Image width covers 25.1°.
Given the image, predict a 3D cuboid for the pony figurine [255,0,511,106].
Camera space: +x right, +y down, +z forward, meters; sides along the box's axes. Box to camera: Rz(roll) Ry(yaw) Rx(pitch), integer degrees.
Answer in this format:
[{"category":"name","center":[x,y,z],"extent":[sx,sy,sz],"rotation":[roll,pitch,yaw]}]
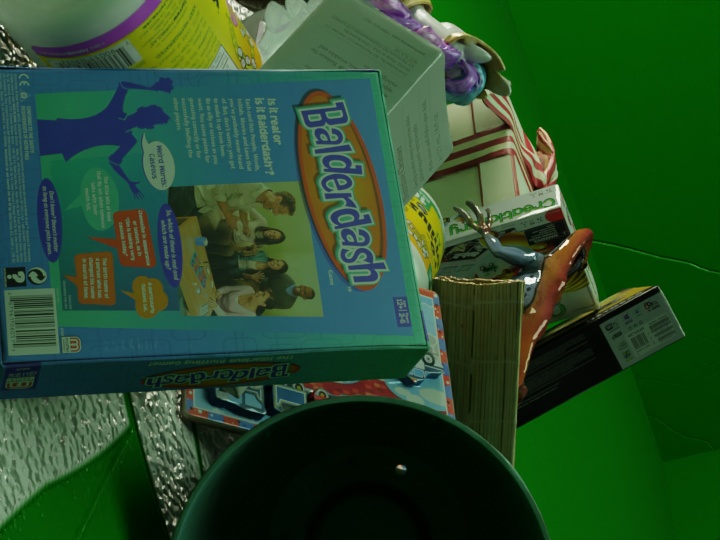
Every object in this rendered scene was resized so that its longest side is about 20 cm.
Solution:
[{"category":"pony figurine","center":[-0.002,-0.190,1.049],"extent":[0.193,0.167,0.200],"rotation":[21,21,-51]}]

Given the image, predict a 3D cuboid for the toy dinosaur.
[{"category":"toy dinosaur","center":[0.136,0.033,1.264],"extent":[0.200,0.181,0.105],"rotation":[40,-27,44]}]

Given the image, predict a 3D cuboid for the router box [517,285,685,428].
[{"category":"router box","center":[0.174,0.082,1.430],"extent":[0.052,0.199,0.157],"rotation":[62,-2,1]}]

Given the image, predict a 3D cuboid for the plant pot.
[{"category":"plant pot","center":[0.001,0.165,0.894],"extent":[0.161,0.200,0.202],"rotation":[38,37,-89]}]

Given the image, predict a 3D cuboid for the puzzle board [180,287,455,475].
[{"category":"puzzle board","center":[-0.023,0.049,1.025],"extent":[0.199,0.017,0.151],"rotation":[18,48,-29]}]

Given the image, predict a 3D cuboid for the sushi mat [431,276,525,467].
[{"category":"sushi mat","center":[0.078,0.105,1.153],"extent":[0.012,0.095,0.201],"rotation":[2,92,-41]}]

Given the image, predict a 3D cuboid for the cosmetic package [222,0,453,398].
[{"category":"cosmetic package","center":[-0.041,-0.042,0.891],"extent":[0.200,0.081,0.113],"rotation":[-51,159,-16]}]

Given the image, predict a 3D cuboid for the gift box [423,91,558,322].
[{"category":"gift box","center":[0.095,-0.050,1.494],"extent":[0.200,0.186,0.185],"rotation":[60,19,-49]}]

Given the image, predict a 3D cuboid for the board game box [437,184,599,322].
[{"category":"board game box","center":[0.092,0.008,1.389],"extent":[0.035,0.199,0.126],"rotation":[-93,161,-47]}]

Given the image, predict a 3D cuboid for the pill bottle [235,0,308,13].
[{"category":"pill bottle","center":[-0.069,-0.260,1.214],"extent":[0.200,0.115,0.116],"rotation":[41,36,-65]}]

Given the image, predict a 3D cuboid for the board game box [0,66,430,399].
[{"category":"board game box","center":[-0.077,-0.021,0.769],"extent":[0.045,0.199,0.153],"rotation":[123,-38,-61]}]

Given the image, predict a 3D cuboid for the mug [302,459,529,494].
[{"category":"mug","center":[0.026,0.178,1.076],"extent":[0.152,0.114,0.186],"rotation":[-20,82,-45]}]

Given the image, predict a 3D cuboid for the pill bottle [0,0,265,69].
[{"category":"pill bottle","center":[-0.115,-0.119,0.897],"extent":[0.200,0.104,0.105],"rotation":[55,24,-56]}]

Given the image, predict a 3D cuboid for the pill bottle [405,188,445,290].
[{"category":"pill bottle","center":[0.000,0.000,1.214],"extent":[0.200,0.112,0.113],"rotation":[-64,136,-70]}]

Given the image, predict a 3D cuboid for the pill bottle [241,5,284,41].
[{"category":"pill bottle","center":[-0.031,-0.134,1.232],"extent":[0.200,0.113,0.114],"rotation":[-9,84,-76]}]
